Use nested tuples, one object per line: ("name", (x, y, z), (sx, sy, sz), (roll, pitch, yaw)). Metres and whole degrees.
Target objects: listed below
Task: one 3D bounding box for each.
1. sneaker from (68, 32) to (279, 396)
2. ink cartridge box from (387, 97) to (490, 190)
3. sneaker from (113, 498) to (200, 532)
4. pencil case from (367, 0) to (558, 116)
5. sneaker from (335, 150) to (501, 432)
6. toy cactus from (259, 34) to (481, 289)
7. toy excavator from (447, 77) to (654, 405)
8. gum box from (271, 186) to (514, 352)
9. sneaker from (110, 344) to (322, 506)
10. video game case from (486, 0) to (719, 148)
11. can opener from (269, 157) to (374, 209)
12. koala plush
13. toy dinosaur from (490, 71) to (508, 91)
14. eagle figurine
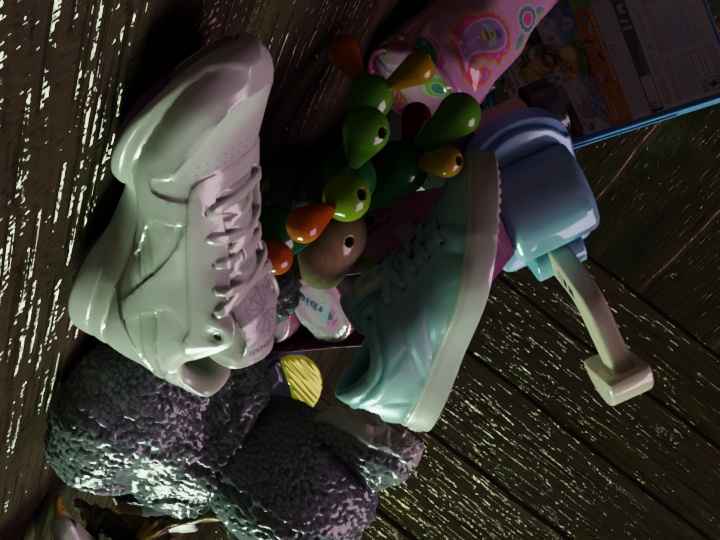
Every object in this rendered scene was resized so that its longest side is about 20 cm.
("sneaker", (-0.064, -0.019, 0.523), (0.075, 0.100, 0.200), (-45, 170, -41))
("ink cartridge box", (0.070, -0.122, 1.072), (0.200, 0.083, 0.147), (-50, 177, -27))
("sneaker", (-0.185, 0.181, 1.102), (0.200, 0.084, 0.073), (-93, 175, -77))
("pencil case", (0.090, -0.189, 0.843), (0.200, 0.087, 0.087), (-51, 175, -23))
("sneaker", (0.031, 0.014, 0.749), (0.074, 0.082, 0.201), (-98, -159, -64))
("toy cactus", (-0.021, -0.046, 0.709), (0.200, 0.102, 0.165), (-40, 163, -28))
("toy excavator", (0.148, -0.018, 0.907), (0.100, 0.195, 0.200), (-23, -142, -1))
("gum box", (0.000, 0.000, 0.897), (0.199, 0.066, 0.114), (-6, -150, 42))
("sneaker", (-0.125, 0.118, 0.966), (0.199, 0.074, 0.082), (-31, -144, 0))
("video game case", (0.199, -0.183, 1.001), (0.199, 0.144, 0.018), (-17, 170, 0))
("can opener", (-0.018, -0.082, 0.870), (0.200, 0.053, 0.067), (-28, 123, -77))
("koala plush", (-0.074, 0.110, 0.737), (0.178, 0.200, 0.184), (-53, 174, 17))
("toy dinosaur", (0.103, -0.201, 0.949), (0.200, 0.047, 0.088), (-52, 142, -8))
("eagle figurine", (-0.209, 0.239, 0.870), (0.152, 0.151, 0.200), (-39, -168, 25))
